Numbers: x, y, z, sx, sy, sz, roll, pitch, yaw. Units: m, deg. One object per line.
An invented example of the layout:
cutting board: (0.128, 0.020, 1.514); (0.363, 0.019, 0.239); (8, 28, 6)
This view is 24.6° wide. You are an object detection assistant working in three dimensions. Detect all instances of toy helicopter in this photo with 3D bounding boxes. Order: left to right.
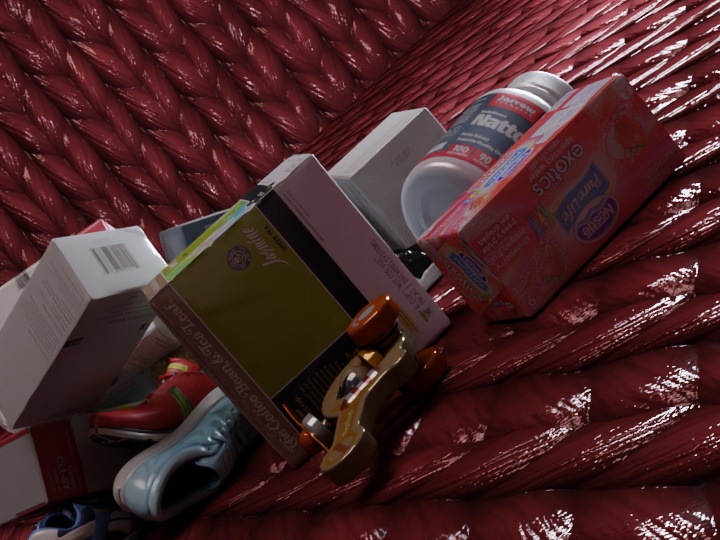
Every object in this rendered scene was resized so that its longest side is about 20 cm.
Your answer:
toy helicopter: (-0.008, 0.113, 1.304); (0.132, 0.079, 0.200); (-38, 13, 19)

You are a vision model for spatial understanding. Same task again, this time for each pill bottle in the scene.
pill bottle: (0.135, -0.103, 1.578); (0.119, 0.120, 0.200); (-30, 14, 48)

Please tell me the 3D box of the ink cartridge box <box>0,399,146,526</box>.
ink cartridge box: (-0.279, 0.197, 1.729); (0.199, 0.084, 0.145); (-11, -11, -38)

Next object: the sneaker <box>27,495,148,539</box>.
sneaker: (-0.273, 0.260, 1.657); (0.074, 0.082, 0.200); (-39, 4, 15)

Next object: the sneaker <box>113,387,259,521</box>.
sneaker: (-0.142, 0.180, 1.606); (0.200, 0.074, 0.082); (-41, 37, -24)

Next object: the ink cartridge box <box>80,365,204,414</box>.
ink cartridge box: (-0.255, 0.097, 1.885); (0.083, 0.148, 0.200); (-33, -22, 19)

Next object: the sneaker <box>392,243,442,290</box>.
sneaker: (0.000, 0.000, 1.668); (0.200, 0.112, 0.073); (-43, 11, -10)

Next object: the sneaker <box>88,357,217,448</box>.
sneaker: (-0.193, 0.133, 1.670); (0.199, 0.086, 0.077); (-7, -3, -41)

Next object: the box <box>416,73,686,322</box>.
box: (0.157, -0.059, 1.359); (0.200, 0.095, 0.103); (-44, 10, -17)

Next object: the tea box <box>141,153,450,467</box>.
tea box: (-0.062, 0.033, 1.494); (0.196, 0.200, 0.134); (-41, 10, -6)

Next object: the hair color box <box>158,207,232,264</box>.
hair color box: (-0.157, -0.032, 1.808); (0.098, 0.061, 0.200); (-18, 4, -13)

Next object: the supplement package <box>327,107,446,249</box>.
supplement package: (0.051, -0.104, 1.917); (0.121, 0.120, 0.200); (-43, 9, -4)

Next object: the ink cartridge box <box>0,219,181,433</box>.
ink cartridge box: (-0.311, 0.066, 1.757); (0.199, 0.146, 0.085); (-32, -21, 6)

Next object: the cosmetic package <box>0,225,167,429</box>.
cosmetic package: (-0.277, 0.056, 1.597); (0.112, 0.081, 0.201); (-13, -34, -45)

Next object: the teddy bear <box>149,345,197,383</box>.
teddy bear: (-0.150, 0.051, 1.784); (0.199, 0.067, 0.146); (-22, 33, 19)
